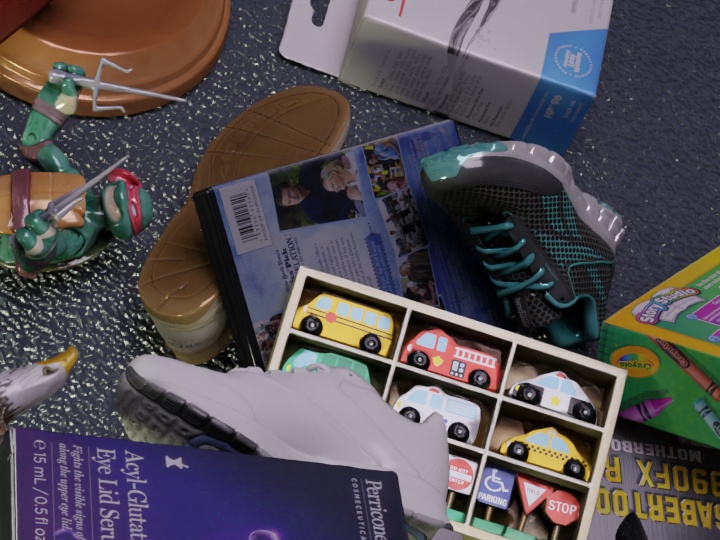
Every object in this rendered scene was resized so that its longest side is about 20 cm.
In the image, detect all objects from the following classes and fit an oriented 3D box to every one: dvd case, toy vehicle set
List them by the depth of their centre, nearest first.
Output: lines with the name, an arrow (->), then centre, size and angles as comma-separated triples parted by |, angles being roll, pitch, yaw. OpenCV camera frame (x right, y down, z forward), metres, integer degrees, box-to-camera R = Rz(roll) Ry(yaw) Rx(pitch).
toy vehicle set -> 0.041, 0.086, 1.504 | 0.199, 0.027, 0.125 | 18, 66, -5
dvd case -> 0.000, 0.000, 1.576 | 0.199, 0.018, 0.143 | -18, 93, -40

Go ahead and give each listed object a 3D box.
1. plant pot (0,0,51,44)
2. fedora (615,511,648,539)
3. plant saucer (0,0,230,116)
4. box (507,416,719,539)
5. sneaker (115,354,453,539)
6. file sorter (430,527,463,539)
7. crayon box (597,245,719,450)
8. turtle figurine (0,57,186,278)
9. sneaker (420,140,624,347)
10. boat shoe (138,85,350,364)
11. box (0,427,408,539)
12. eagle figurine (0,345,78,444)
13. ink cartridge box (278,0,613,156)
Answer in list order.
plant pot -> -0.264, -0.237, 1.573 | 0.176, 0.201, 0.200 | -23, 51, -34
fedora -> 0.199, 0.216, 1.406 | 0.091, 0.201, 0.201 | -13, 59, -1
plant saucer -> -0.176, -0.187, 1.694 | 0.199, 0.038, 0.201 | 10, 54, -14
box -> 0.127, 0.148, 1.556 | 0.199, 0.048, 0.159 | 9, 53, -14
sneaker -> -0.039, 0.087, 1.433 | 0.199, 0.074, 0.087 | 25, 53, -21
file sorter -> 0.054, 0.261, 1.365 | 0.124, 0.139, 0.200 | 14, 45, 30
crayon box -> 0.239, 0.041, 1.602 | 0.118, 0.059, 0.200 | 18, 27, 30
turtle figurine -> -0.194, -0.041, 1.544 | 0.199, 0.101, 0.150 | -6, 39, -4
sneaker -> 0.102, -0.013, 1.598 | 0.200, 0.077, 0.092 | 30, 56, -50
boat shoe -> -0.067, -0.027, 1.600 | 0.073, 0.069, 0.200 | 19, 54, 25
box -> -0.078, 0.169, 1.265 | 0.199, 0.105, 0.148 | 7, 38, -15
eagle figurine -> -0.198, 0.097, 1.397 | 0.200, 0.151, 0.152 | 53, 18, 21
ink cartridge box -> 0.058, -0.166, 1.742 | 0.199, 0.068, 0.116 | 18, 52, -6
